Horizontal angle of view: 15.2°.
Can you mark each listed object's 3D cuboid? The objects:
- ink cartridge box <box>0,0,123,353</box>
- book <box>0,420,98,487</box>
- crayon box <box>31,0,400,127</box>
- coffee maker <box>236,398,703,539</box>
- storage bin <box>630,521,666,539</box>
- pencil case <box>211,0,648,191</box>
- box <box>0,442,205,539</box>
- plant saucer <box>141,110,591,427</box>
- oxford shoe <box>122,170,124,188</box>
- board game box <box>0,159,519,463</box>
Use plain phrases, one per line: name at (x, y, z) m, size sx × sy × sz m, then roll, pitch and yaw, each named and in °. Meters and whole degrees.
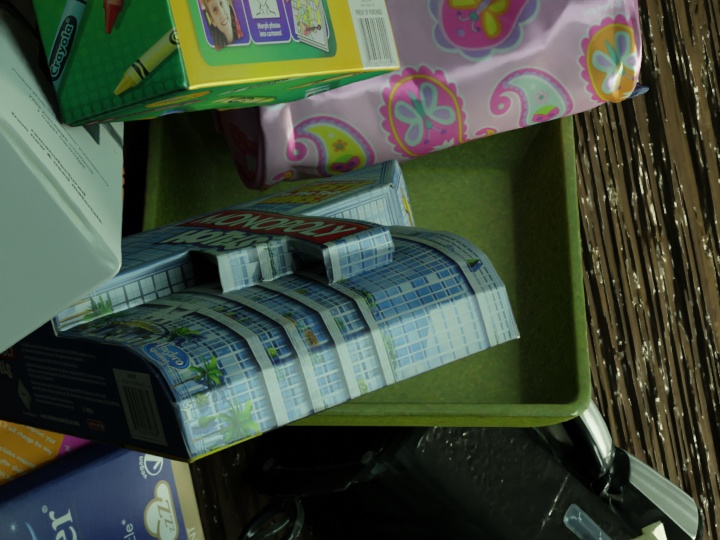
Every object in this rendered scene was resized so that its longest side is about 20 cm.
ink cartridge box at (-0.170, -0.030, 1.045) m, size 0.083 × 0.146 × 0.200 m, roll 52°, pitch 10°, yaw -21°
book at (-0.152, 0.088, 1.170) m, size 0.133 × 0.048 × 0.201 m, roll 34°, pitch 64°, yaw -36°
crayon box at (-0.060, -0.126, 1.066) m, size 0.200 × 0.058 × 0.120 m, roll -14°, pitch 89°, yaw -65°
coffee maker at (0.051, 0.128, 1.306) m, size 0.192 × 0.135 × 0.200 m, roll -47°, pitch 115°, yaw -8°
storage bin at (0.087, 0.249, 1.240) m, size 0.199 × 0.094 × 0.200 m, roll -23°, pitch 121°, yaw -7°
pencil case at (0.031, -0.096, 1.226) m, size 0.199 × 0.087 × 0.088 m, roll -16°, pitch 95°, yaw -15°
box at (-0.140, 0.151, 1.132) m, size 0.199 × 0.032 × 0.122 m, roll -23°, pitch 106°, yaw -44°
plant saucer at (0.000, 0.000, 1.226) m, size 0.048 × 0.198 × 0.201 m, roll 91°, pitch 0°, yaw -49°
oxford shoe at (-0.160, -0.103, 1.188) m, size 0.073 × 0.071 × 0.201 m, roll -21°, pitch 93°, yaw -21°
board game box at (-0.034, 0.009, 1.094) m, size 0.199 × 0.200 × 0.062 m, roll -20°, pitch 102°, yaw -28°
